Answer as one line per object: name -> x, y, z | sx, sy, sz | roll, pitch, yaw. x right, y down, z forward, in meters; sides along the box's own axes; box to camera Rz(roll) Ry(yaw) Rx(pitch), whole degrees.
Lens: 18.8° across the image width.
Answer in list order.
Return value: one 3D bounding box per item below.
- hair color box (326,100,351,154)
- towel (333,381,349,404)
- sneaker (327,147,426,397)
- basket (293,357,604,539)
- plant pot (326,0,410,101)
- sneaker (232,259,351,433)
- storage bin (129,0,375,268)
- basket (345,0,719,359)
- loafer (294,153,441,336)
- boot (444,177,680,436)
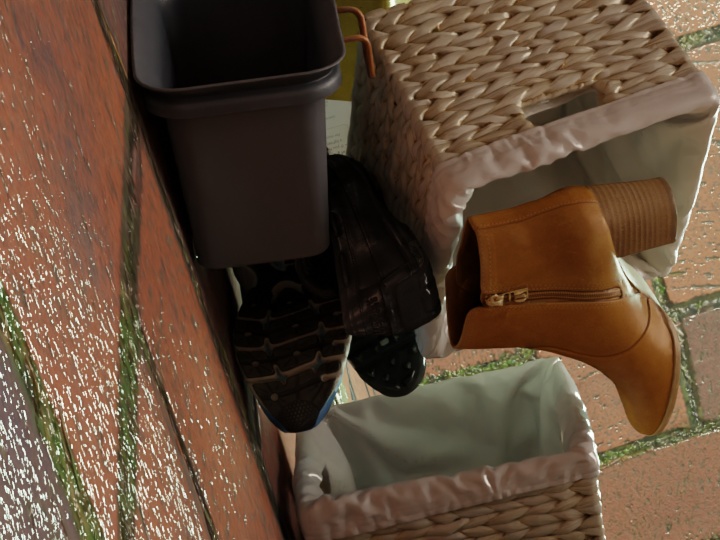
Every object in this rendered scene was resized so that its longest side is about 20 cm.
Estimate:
hair color box -> -0.029, -0.048, 1.915 | 0.065, 0.109, 0.201 | 64, 11, -77
towel -> -0.043, 0.056, 1.772 | 0.148, 0.036, 0.201 | 67, 7, -77
sneaker -> 0.000, 0.000, 1.538 | 0.201, 0.066, 0.090 | 63, 8, 17
basket -> 0.065, 0.177, 1.468 | 0.198, 0.199, 0.162 | -97, 175, -75
plant pot -> -0.035, -0.245, 1.683 | 0.196, 0.193, 0.201 | -65, 155, -45
sneaker -> -0.042, 0.044, 1.437 | 0.200, 0.078, 0.090 | -99, 179, -55
storage bin -> -0.062, -0.099, 1.348 | 0.200, 0.144, 0.135 | -102, -175, -60
basket -> 0.103, -0.080, 1.418 | 0.200, 0.197, 0.161 | 96, -30, -56
loafer -> -0.011, -0.018, 1.378 | 0.201, 0.070, 0.068 | -124, -163, -59
boot -> 0.124, 0.034, 1.361 | 0.071, 0.143, 0.202 | -119, -161, -52
